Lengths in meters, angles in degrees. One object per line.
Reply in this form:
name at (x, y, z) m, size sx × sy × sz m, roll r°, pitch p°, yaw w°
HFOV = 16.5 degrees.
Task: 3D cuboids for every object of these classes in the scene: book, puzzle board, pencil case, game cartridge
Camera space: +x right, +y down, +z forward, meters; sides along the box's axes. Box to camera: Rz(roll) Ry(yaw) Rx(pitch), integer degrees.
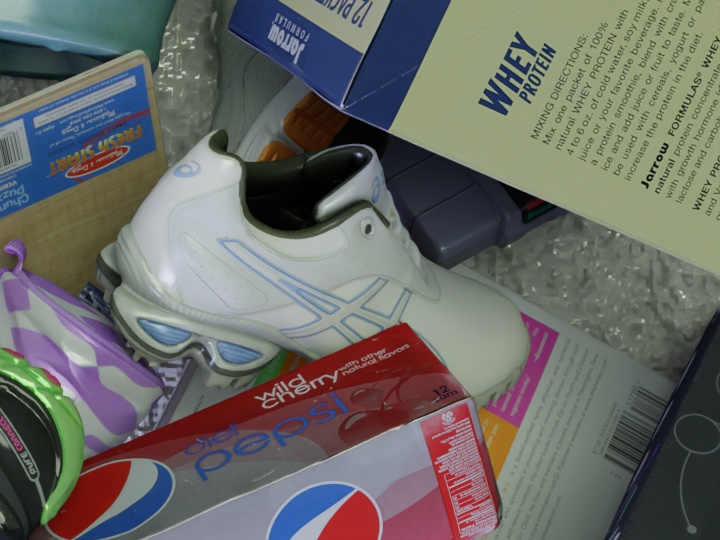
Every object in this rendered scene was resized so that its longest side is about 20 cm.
book at (0.028, 0.062, 1.050) m, size 0.200 × 0.048 × 0.134 m, roll 30°, pitch 69°, yaw -8°
puzzle board at (-0.164, 0.006, 0.970) m, size 0.200 × 0.151 × 0.017 m, roll -26°, pitch 48°, yaw -19°
pencil case at (-0.162, 0.086, 0.953) m, size 0.085 × 0.084 × 0.200 m, roll 39°, pitch 86°, yaw -13°
game cartridge at (0.083, -0.093, 1.084) m, size 0.200 × 0.038 × 0.130 m, roll -29°, pitch 65°, yaw -18°

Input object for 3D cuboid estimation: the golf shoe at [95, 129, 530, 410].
golf shoe at (0.000, 0.000, 0.963) m, size 0.200 × 0.097 × 0.078 m, roll 9°, pitch 33°, yaw -38°

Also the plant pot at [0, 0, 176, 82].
plant pot at (-0.136, -0.176, 0.988) m, size 0.200 × 0.200 × 0.188 m, roll 7°, pitch 87°, yaw -13°

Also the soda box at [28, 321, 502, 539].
soda box at (-0.052, 0.095, 0.911) m, size 0.200 × 0.070 × 0.063 m, roll -22°, pitch 119°, yaw -11°

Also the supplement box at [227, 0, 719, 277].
supplement box at (0.092, -0.128, 0.928) m, size 0.200 × 0.134 × 0.200 m, roll 21°, pitch 98°, yaw -26°

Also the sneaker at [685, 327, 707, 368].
sneaker at (0.207, 0.031, 1.070) m, size 0.076 × 0.088 × 0.200 m, roll 41°, pitch 70°, yaw -37°

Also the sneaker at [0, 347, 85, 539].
sneaker at (-0.200, 0.057, 0.872) m, size 0.200 × 0.077 × 0.084 m, roll 9°, pitch 50°, yaw 5°

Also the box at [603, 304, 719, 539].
box at (0.160, 0.104, 0.942) m, size 0.122 × 0.106 × 0.200 m, roll 26°, pitch 51°, yaw 5°

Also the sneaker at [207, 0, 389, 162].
sneaker at (-0.033, -0.084, 1.031) m, size 0.092 × 0.076 × 0.200 m, roll 19°, pitch 77°, yaw 36°
